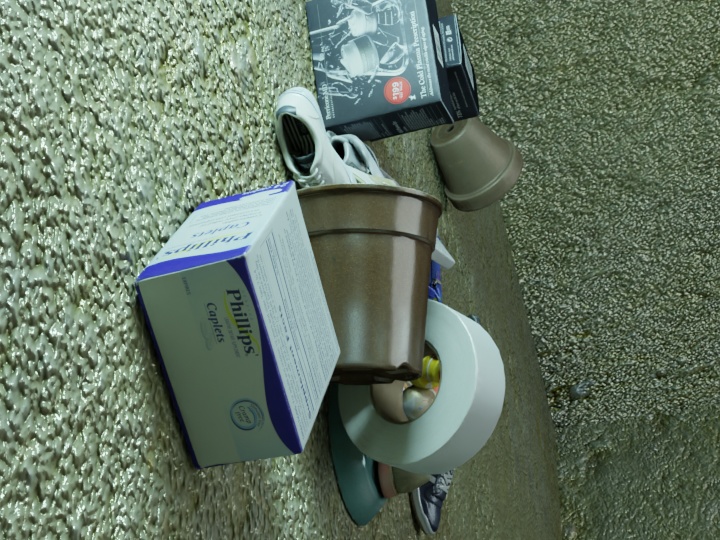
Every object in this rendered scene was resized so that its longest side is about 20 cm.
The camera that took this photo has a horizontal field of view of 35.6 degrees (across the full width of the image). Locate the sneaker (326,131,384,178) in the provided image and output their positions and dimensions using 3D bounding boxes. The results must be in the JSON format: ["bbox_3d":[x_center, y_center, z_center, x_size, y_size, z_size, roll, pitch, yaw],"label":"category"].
[{"bbox_3d":[0.007,-0.109,1.579,0.201,0.075,0.115,61,12,20],"label":"sneaker"}]

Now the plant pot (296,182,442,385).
[{"bbox_3d":[-0.002,0.024,1.283,0.200,0.198,0.201,39,49,-69],"label":"plant pot"}]

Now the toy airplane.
[{"bbox_3d":[0.069,0.129,1.522,0.199,0.197,0.143,74,22,-77],"label":"toy airplane"}]

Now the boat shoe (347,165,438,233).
[{"bbox_3d":[0.016,-0.090,1.513,0.199,0.075,0.069,35,33,-12],"label":"boat shoe"}]

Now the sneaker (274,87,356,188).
[{"bbox_3d":[-0.061,-0.127,1.410,0.201,0.072,0.071,63,28,-24],"label":"sneaker"}]

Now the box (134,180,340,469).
[{"bbox_3d":[-0.102,0.044,1.008,0.200,0.104,0.186,-68,145,-67],"label":"box"}]

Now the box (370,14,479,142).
[{"bbox_3d":[0.082,-0.311,1.833,0.148,0.198,0.105,59,24,-57],"label":"box"}]

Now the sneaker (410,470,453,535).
[{"bbox_3d":[0.133,0.308,1.761,0.070,0.107,0.202,53,30,-60],"label":"sneaker"}]

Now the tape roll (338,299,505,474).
[{"bbox_3d":[0.071,0.138,1.342,0.071,0.201,0.205,27,51,-48],"label":"tape roll"}]

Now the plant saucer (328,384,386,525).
[{"bbox_3d":[0.006,0.227,1.456,0.200,0.036,0.203,-11,90,-76],"label":"plant saucer"}]

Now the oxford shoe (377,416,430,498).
[{"bbox_3d":[0.074,0.242,1.493,0.200,0.073,0.072,-65,142,-68],"label":"oxford shoe"}]

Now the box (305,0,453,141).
[{"bbox_3d":[0.028,-0.305,1.647,0.104,0.180,0.202,33,47,-71],"label":"box"}]

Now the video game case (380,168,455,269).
[{"bbox_3d":[0.070,-0.095,1.798,0.183,0.024,0.200,56,10,21],"label":"video game case"}]

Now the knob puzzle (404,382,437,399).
[{"bbox_3d":[0.111,0.172,1.717,0.218,0.030,0.222,18,56,-29],"label":"knob puzzle"}]

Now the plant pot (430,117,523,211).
[{"bbox_3d":[0.248,-0.264,2.577,0.175,0.199,0.201,47,29,-30],"label":"plant pot"}]

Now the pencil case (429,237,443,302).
[{"bbox_3d":[0.104,0.004,1.927,0.078,0.087,0.201,42,27,-19],"label":"pencil case"}]
